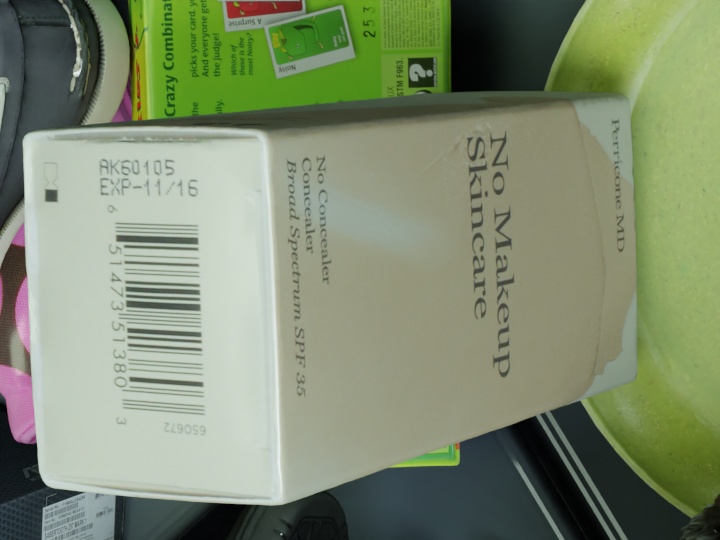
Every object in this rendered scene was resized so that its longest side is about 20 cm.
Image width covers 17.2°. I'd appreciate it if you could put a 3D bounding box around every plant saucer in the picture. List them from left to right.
[{"bbox_3d":[0.138,-0.016,0.696,0.199,0.031,0.202,6,100,39],"label":"plant saucer"}]

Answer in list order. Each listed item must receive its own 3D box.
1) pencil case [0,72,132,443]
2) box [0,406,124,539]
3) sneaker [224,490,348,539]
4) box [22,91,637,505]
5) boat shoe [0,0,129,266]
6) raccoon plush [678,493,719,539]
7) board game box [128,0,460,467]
[{"bbox_3d":[-0.111,-0.040,0.858,0.093,0.091,0.201,-29,75,21],"label":"pencil case"},{"bbox_3d":[-0.210,0.093,0.882,0.157,0.199,0.051,18,112,36],"label":"box"},{"bbox_3d":[-0.076,0.154,0.788,0.104,0.060,0.201,19,98,33],"label":"sneaker"},{"bbox_3d":[0.000,0.000,0.658,0.077,0.200,0.096,1,98,32],"label":"box"},{"bbox_3d":[-0.153,-0.017,0.793,0.073,0.062,0.200,51,119,26],"label":"boat shoe"},{"bbox_3d":[0.118,0.008,0.643,0.200,0.096,0.135,-34,67,37],"label":"raccoon plush"},{"bbox_3d":[-0.022,-0.037,0.774,0.048,0.101,0.202,-149,57,-78],"label":"board game box"}]
